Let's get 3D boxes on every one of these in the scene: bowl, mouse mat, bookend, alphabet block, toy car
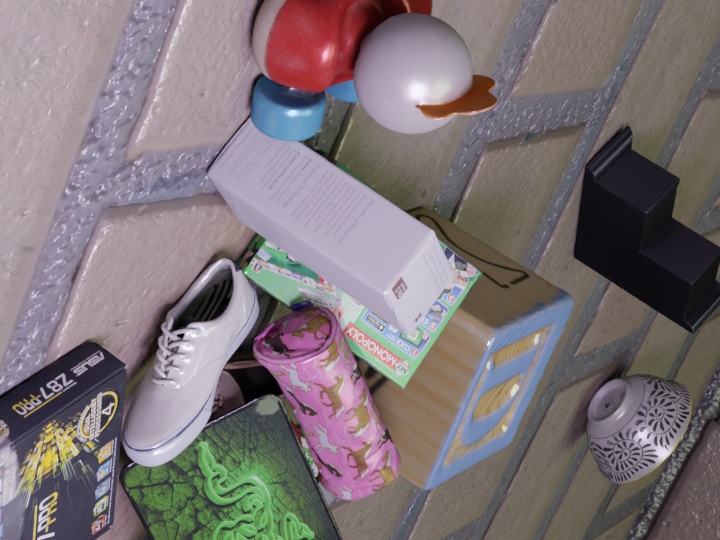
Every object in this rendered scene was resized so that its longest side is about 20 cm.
[{"bbox_3d":[0.431,0.237,2.817,0.094,0.201,0.201,38,83,-23],"label":"bowl"},{"bbox_3d":[-0.114,0.219,1.582,0.161,0.008,0.200,-27,123,-9],"label":"mouse mat"},{"bbox_3d":[0.390,-0.052,2.269,0.092,0.199,0.200,-43,153,-25],"label":"bookend"},{"bbox_3d":[0.067,0.075,1.785,0.195,0.200,0.197,-16,134,-56],"label":"alphabet block"},{"bbox_3d":[0.034,-0.176,1.391,0.177,0.200,0.185,-34,148,-43],"label":"toy car"}]

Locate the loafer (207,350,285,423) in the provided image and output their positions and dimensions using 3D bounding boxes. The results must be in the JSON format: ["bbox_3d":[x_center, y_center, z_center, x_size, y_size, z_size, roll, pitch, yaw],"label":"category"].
[{"bbox_3d":[-0.121,0.111,1.600,0.200,0.063,0.072,-21,102,-58],"label":"loafer"}]

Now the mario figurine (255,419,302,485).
[{"bbox_3d":[-0.125,0.220,1.649,0.200,0.106,0.123,-60,158,3],"label":"mario figurine"}]

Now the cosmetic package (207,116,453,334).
[{"bbox_3d":[-0.024,-0.039,1.450,0.074,0.200,0.102,-53,158,-10],"label":"cosmetic package"}]

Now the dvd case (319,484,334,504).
[{"bbox_3d":[-0.111,0.297,1.880,0.200,0.025,0.150,-51,156,-12],"label":"dvd case"}]

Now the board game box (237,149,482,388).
[{"bbox_3d":[0.000,0.000,1.605,0.200,0.029,0.135,37,85,-23],"label":"board game box"}]

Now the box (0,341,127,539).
[{"bbox_3d":[-0.268,0.175,1.431,0.161,0.049,0.200,-32,146,-42],"label":"box"}]

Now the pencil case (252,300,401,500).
[{"bbox_3d":[-0.029,0.124,1.593,0.083,0.087,0.200,-24,126,2],"label":"pencil case"}]

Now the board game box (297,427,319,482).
[{"bbox_3d":[-0.118,0.206,1.732,0.200,0.035,0.126,24,98,-52],"label":"board game box"}]

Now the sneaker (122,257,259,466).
[{"bbox_3d":[-0.154,0.074,1.497,0.071,0.073,0.200,69,37,-47],"label":"sneaker"}]
